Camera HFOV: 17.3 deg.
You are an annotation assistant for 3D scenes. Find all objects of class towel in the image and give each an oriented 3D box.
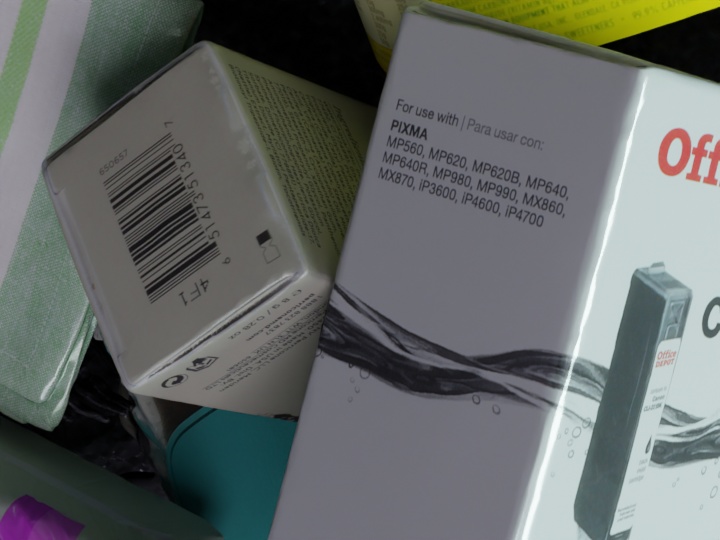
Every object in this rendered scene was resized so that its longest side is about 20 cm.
[{"bbox_3d":[-0.162,-0.050,0.719,0.200,0.023,0.153,23,116,4],"label":"towel"}]

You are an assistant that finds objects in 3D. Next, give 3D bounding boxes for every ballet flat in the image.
[{"bbox_3d":[-0.042,0.028,0.764,0.072,0.072,0.200,-26,97,17],"label":"ballet flat"}]

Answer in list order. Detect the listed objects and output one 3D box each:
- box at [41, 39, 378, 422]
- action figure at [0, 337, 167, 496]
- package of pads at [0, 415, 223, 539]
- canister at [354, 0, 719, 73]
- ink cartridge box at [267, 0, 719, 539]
[{"bbox_3d":[0.000,0.000,0.716,0.068,0.082,0.200,-34,153,23],"label":"box"},{"bbox_3d":[-0.092,0.117,0.838,0.102,0.119,0.200,29,127,31],"label":"action figure"},{"bbox_3d":[-0.159,0.115,0.766,0.200,0.068,0.155,26,108,19],"label":"package of pads"},{"bbox_3d":[0.039,-0.160,0.650,0.148,0.087,0.200,-16,128,9],"label":"canister"},{"bbox_3d":[0.059,0.040,0.645,0.144,0.084,0.201,8,98,-50],"label":"ink cartridge box"}]
